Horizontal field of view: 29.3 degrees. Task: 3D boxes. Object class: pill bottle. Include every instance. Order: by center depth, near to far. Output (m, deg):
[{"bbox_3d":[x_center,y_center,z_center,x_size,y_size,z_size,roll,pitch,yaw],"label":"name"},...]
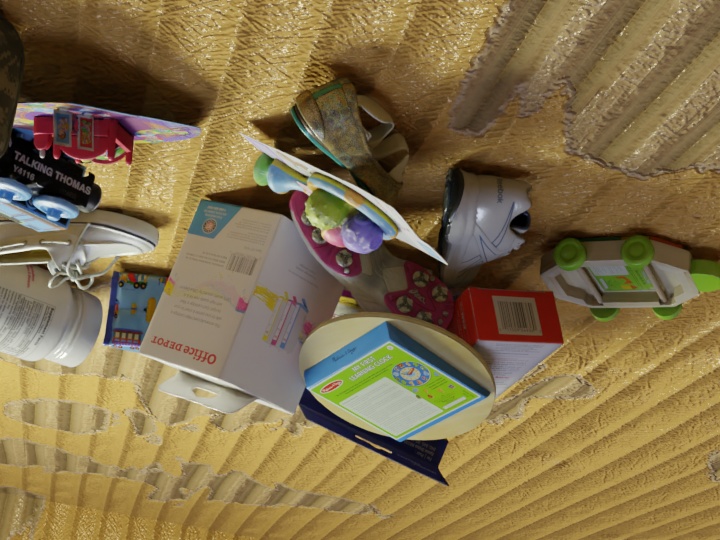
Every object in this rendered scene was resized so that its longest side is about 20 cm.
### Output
[{"bbox_3d":[-0.422,0.043,1.670,0.199,0.114,0.113,25,154,-36],"label":"pill bottle"}]

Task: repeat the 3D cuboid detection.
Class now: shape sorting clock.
[{"bbox_3d":[0.036,0.106,1.364,0.199,0.039,0.200,8,143,6],"label":"shape sorting clock"}]

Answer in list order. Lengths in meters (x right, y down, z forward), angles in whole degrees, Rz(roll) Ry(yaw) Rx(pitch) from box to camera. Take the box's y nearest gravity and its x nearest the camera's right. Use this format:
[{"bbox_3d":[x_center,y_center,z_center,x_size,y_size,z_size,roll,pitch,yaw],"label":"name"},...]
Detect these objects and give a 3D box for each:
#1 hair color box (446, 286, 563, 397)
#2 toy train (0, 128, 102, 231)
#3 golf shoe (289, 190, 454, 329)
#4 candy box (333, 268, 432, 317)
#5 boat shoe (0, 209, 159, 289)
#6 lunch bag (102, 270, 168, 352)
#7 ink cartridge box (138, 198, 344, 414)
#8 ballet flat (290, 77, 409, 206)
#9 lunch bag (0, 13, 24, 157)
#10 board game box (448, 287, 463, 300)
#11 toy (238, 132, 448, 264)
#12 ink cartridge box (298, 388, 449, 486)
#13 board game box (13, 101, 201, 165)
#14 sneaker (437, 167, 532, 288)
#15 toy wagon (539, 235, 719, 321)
[{"bbox_3d":[0.115,0.087,1.414,0.101,0.062,0.200,4,152,-24],"label":"hair color box"},{"bbox_3d":[-0.346,-0.102,1.316,0.200,0.087,0.114,27,158,-39],"label":"toy train"},{"bbox_3d":[0.000,0.000,1.365,0.200,0.075,0.092,45,155,2],"label":"golf shoe"},{"bbox_3d":[-0.019,0.040,1.578,0.136,0.061,0.200,14,157,-18],"label":"candy box"},{"bbox_3d":[-0.322,-0.018,1.513,0.201,0.087,0.075,5,158,11],"label":"boat shoe"},{"bbox_3d":[-0.229,0.072,1.726,0.150,0.095,0.200,6,168,-1],"label":"lunch bag"},{"bbox_3d":[-0.121,0.048,1.411,0.128,0.201,0.125,14,168,42],"label":"ink cartridge box"},{"bbox_3d":[0.006,-0.108,1.205,0.070,0.071,0.200,-1,159,23],"label":"ballet flat"},{"bbox_3d":[-0.394,-0.165,1.091,0.167,0.140,0.200,-11,153,28],"label":"lunch bag"},{"bbox_3d":[0.065,0.084,1.521,0.199,0.041,0.199,-22,153,30],"label":"board game box"},{"bbox_3d":[-0.026,-0.053,1.240,0.200,0.047,0.115,33,175,37],"label":"toy"},{"bbox_3d":[0.003,0.161,1.608,0.197,0.047,0.200,28,-176,-22],"label":"ink cartridge box"},{"bbox_3d":[-0.244,-0.112,1.226,0.199,0.039,0.158,7,174,-44],"label":"board game box"},{"bbox_3d":[0.119,-0.032,1.338,0.087,0.075,0.200,2,160,-1],"label":"sneaker"},{"bbox_3d":[0.289,0.006,1.411,0.199,0.040,0.155,-3,156,24],"label":"toy wagon"}]
